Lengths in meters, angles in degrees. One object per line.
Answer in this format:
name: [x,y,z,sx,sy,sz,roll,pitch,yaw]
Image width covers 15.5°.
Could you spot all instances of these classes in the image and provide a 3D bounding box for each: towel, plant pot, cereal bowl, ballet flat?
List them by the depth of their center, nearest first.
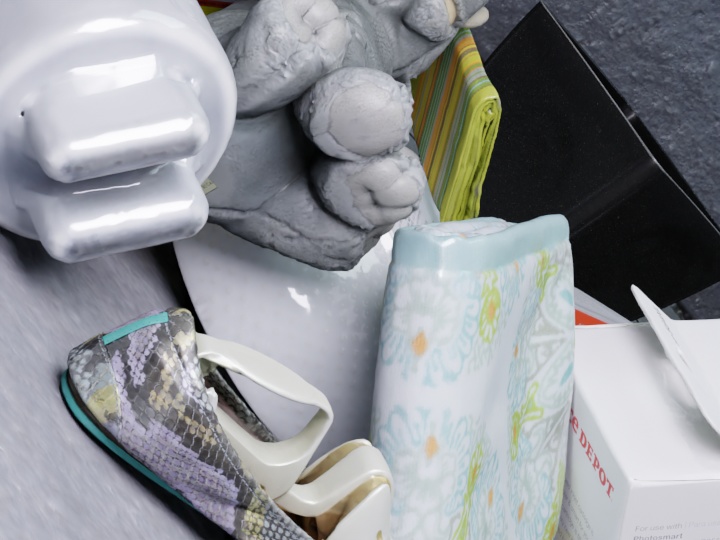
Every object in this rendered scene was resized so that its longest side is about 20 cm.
ballet flat: [-0.027,0.081,0.999,0.200,0.072,0.072,47,11,-34]
towel: [0.051,0.062,1.159,0.200,0.048,0.172,-8,103,-70]
cereal bowl: [0.000,0.000,1.246,0.200,0.083,0.200,46,28,-34]
towel: [0.033,-0.119,1.260,0.086,0.018,0.200,105,-22,-46]
plant pot: [0.159,-0.056,2.118,0.200,0.177,0.200,39,16,-52]

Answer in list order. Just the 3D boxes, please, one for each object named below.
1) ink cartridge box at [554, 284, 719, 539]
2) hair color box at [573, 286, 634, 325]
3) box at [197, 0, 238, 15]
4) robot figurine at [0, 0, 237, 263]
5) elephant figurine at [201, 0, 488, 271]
ink cartridge box: [0.155,0.119,1.276,0.129,0.125,0.200,-114,-153,-53]
hair color box: [0.069,0.022,1.486,0.200,0.061,0.101,24,7,-36]
box: [-0.085,-0.188,1.266,0.200,0.122,0.193,5,32,-20]
robot figurine: [-0.120,-0.090,1.047,0.200,0.113,0.170,-119,-153,-42]
elephant figurine: [-0.011,-0.104,1.157,0.155,0.142,0.200,27,45,-7]
